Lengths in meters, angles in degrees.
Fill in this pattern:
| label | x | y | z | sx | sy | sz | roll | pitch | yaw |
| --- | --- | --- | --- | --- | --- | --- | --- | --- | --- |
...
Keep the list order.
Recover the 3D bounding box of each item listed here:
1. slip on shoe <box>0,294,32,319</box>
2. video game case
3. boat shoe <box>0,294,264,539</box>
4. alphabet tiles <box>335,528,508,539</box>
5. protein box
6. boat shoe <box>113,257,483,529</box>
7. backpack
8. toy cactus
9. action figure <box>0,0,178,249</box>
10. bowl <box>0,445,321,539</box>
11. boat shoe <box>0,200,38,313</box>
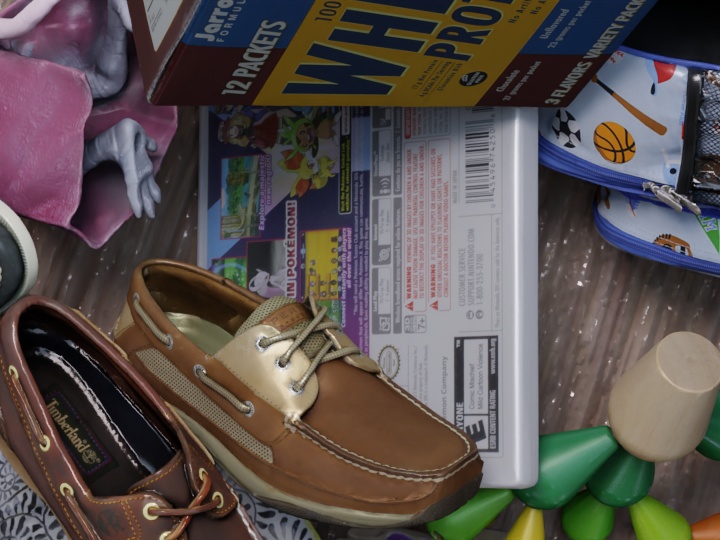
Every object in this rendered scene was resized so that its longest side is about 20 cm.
| label | x | y | z | sx | sy | sz | roll | pitch | yaw |
| --- | --- | --- | --- | --- | --- | --- | --- | --- | --- |
| slip on shoe | -0.230 | 0.053 | 0.889 | 0.199 | 0.061 | 0.076 | -8 | 85 | -8 |
| video game case | 0.000 | 0.000 | 0.889 | 0.182 | 0.023 | 0.201 | -3 | 84 | 33 |
| boat shoe | -0.094 | 0.098 | 0.815 | 0.200 | 0.070 | 0.070 | 47 | 54 | 8 |
| alphabet tiles | 0.077 | 0.147 | 0.842 | 0.195 | 0.200 | 0.015 | 10 | 95 | 14 |
| protein box | 0.006 | -0.186 | 0.778 | 0.198 | 0.135 | 0.201 | -2 | 64 | -24 |
| boat shoe | -0.037 | 0.049 | 0.837 | 0.076 | 0.200 | 0.074 | -29 | 130 | -45 |
| backpack | 0.172 | -0.089 | 0.897 | 0.190 | 0.200 | 0.154 | 21 | 120 | 18 |
| toy cactus | 0.129 | 0.075 | 0.888 | 0.199 | 0.165 | 0.103 | -2 | 59 | -14 |
| action figure | -0.181 | -0.074 | 0.858 | 0.199 | 0.149 | 0.134 | 5 | 50 | 28 |
| bowl | -0.113 | 0.176 | 0.861 | 0.200 | 0.094 | 0.201 | 10 | 56 | -14 |
| boat shoe | -0.234 | 0.002 | 0.838 | 0.199 | 0.066 | 0.075 | 4 | 115 | 29 |
